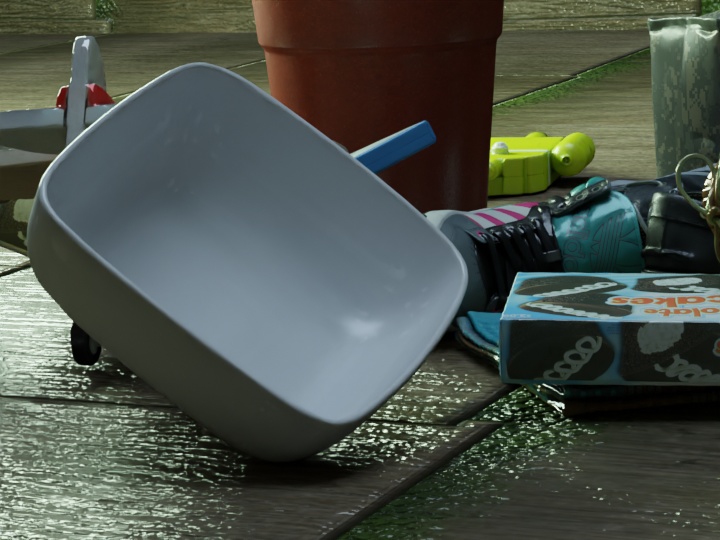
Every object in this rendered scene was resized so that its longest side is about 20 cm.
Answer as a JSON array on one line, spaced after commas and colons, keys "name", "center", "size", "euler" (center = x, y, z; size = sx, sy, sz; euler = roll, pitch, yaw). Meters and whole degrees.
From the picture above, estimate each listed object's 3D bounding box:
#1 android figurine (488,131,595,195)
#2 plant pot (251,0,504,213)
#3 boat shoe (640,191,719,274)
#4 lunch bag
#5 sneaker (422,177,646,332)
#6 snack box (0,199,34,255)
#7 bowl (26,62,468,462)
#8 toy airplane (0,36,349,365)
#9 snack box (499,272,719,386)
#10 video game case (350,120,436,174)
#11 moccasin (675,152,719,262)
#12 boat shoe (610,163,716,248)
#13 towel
[{"name": "android figurine", "center": [0.104, -0.093, 2.083], "size": [0.182, 0.041, 0.200], "euler": [1, 9, 15]}, {"name": "plant pot", "center": [0.016, -0.122, 1.819], "size": [0.200, 0.196, 0.201], "euler": [-2, 10, 0]}, {"name": "boat shoe", "center": [0.259, -0.014, 1.495], "size": [0.201, 0.063, 0.074], "euler": [4, 3, -30]}, {"name": "lunch bag", "center": [0.317, -0.111, 1.772], "size": [0.200, 0.164, 0.118], "euler": [-7, 7, -23]}, {"name": "sneaker", "center": [0.109, -0.007, 1.490], "size": [0.121, 0.084, 0.200], "euler": [-9, 6, 21]}, {"name": "snack box", "center": [-0.211, -0.030, 1.535], "size": [0.200, 0.037, 0.116], "euler": [23, -2, -28]}, {"name": "bowl", "center": [-0.061, 0.004, 1.231], "size": [0.200, 0.075, 0.200], "euler": [37, 36, 5]}, {"name": "toy airplane", "center": [-0.135, -0.057, 1.395], "size": [0.200, 0.199, 0.141], "euler": [30, 41, -20]}, {"name": "snack box", "center": [0.176, 0.029, 1.279], "size": [0.200, 0.037, 0.116], "euler": [1, 12, 8]}, {"name": "video game case", "center": [-0.055, -0.042, 1.615], "size": [0.143, 0.018, 0.200], "euler": [-30, 5, -31]}, {"name": "moccasin", "center": [0.217, -0.036, 1.341], "size": [0.078, 0.074, 0.201], "euler": [-13, 9, 14]}, {"name": "boat shoe", "center": [0.202, -0.027, 1.644], "size": [0.071, 0.072, 0.200], "euler": [-20, 8, -34]}, {"name": "towel", "center": [0.147, 0.044, 1.352], "size": [0.146, 0.022, 0.200], "euler": [-5, 11, -13]}]
